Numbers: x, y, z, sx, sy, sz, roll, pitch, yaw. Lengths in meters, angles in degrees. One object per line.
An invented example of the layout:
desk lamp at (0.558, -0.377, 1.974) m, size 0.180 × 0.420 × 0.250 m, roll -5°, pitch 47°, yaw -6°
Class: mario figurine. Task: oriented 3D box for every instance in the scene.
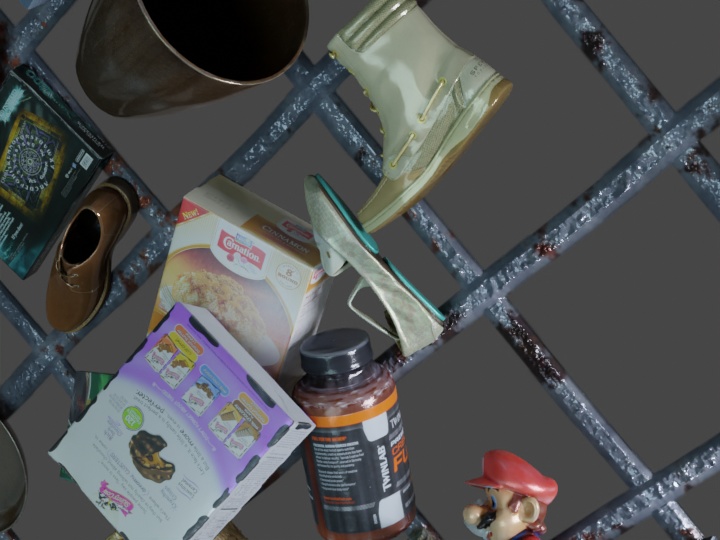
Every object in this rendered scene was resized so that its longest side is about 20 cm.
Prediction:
mario figurine at (0.133, 0.274, 1.588) m, size 0.123 × 0.105 × 0.203 m, roll -13°, pitch 80°, yaw 42°

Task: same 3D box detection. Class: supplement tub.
supplement tub at (-0.009, 0.162, 1.636) m, size 0.106 × 0.107 × 0.202 m, roll 0°, pitch 111°, yaw 28°

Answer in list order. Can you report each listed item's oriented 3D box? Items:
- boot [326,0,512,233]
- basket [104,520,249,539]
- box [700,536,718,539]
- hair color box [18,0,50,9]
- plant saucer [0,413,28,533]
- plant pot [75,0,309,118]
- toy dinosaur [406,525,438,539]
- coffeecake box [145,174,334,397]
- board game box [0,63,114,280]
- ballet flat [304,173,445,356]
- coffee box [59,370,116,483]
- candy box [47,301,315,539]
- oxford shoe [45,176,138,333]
boot at (0.023, -0.145, 1.500) m, size 0.155 × 0.073 × 0.200 m, roll 43°, pitch 123°, yaw 4°
basket at (-0.180, 0.334, 1.753) m, size 0.143 × 0.149 × 0.200 m, roll -41°, pitch 90°, yaw 1°
box at (0.308, 0.378, 1.562) m, size 0.148 × 0.107 × 0.201 m, roll -27°, pitch 97°, yaw 34°
hair color box at (-0.265, -0.311, 1.502) m, size 0.099 × 0.200 × 0.061 m, roll 44°, pitch 124°, yaw 3°
plant saucer at (-0.466, 0.218, 1.955) m, size 0.198 × 0.032 × 0.202 m, roll 11°, pitch 116°, yaw 23°
plant pot at (-0.177, -0.221, 1.528) m, size 0.199 × 0.187 × 0.188 m, roll -27°, pitch 98°, yaw 50°
toy dinosaur at (0.066, 0.298, 1.648) m, size 0.088 × 0.047 × 0.200 m, roll 52°, pitch 163°, yaw 6°
coffeecake box at (-0.120, 0.032, 1.658) m, size 0.152 × 0.073 × 0.202 m, roll 28°, pitch 122°, yaw 16°
board game box at (-0.355, -0.102, 1.751) m, size 0.135 × 0.028 × 0.200 m, roll 44°, pitch 126°, yaw 5°
ballet flat at (0.000, 0.000, 1.563) m, size 0.062 × 0.067 × 0.200 m, roll -41°, pitch 100°, yaw 4°
coffee box at (-0.248, 0.169, 1.729) m, size 0.199 × 0.044 × 0.125 m, roll 2°, pitch 83°, yaw 56°
candy box at (-0.172, 0.161, 1.588) m, size 0.168 × 0.071 × 0.200 m, roll 45°, pitch 97°, yaw 18°
oxford shoe at (-0.299, -0.007, 1.740) m, size 0.071 × 0.071 × 0.201 m, roll 32°, pitch 125°, yaw 10°
